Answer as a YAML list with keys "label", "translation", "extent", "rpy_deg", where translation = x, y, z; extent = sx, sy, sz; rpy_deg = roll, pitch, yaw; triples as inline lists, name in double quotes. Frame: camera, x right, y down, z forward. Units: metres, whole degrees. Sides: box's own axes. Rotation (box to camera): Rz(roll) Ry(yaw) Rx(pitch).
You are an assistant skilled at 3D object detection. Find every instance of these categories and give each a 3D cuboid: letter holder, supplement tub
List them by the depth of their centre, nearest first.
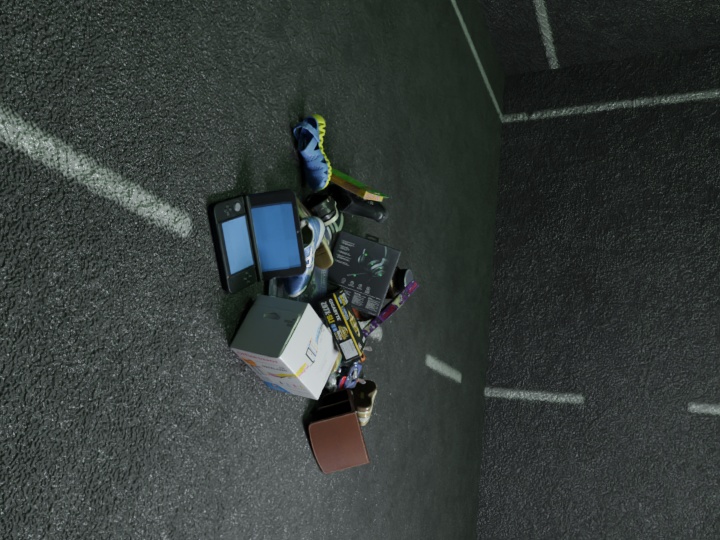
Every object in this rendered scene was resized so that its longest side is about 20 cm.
- label: "letter holder"
  translation: [-0.068, 0.444, 1.674]
  extent: [0.101, 0.142, 0.201]
  rpy_deg: [-112, -172, -59]
- label: "supplement tub"
  translation: [0.051, 0.032, 1.799]
  extent: [0.107, 0.199, 0.107]
  rpy_deg: [0, 90, -64]

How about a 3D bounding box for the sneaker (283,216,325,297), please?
- label: "sneaker"
  translation: [-0.145, -0.036, 1.437]
  extent: [0.077, 0.075, 0.201]
  rpy_deg: [17, 86, -74]

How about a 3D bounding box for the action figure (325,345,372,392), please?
- label: "action figure"
  translation: [-0.052, 0.310, 1.744]
  extent: [0.193, 0.104, 0.201]
  rpy_deg: [-9, 127, -58]

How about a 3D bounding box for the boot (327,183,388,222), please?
- label: "boot"
  translation: [-0.030, -0.206, 1.732]
  extent: [0.200, 0.165, 0.066]
  rpy_deg: [5, 117, -54]

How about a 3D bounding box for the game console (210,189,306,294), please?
- label: "game console"
  translation: [-0.219, -0.065, 1.331]
  extent: [0.171, 0.118, 0.201]
  rpy_deg: [-34, 119, -61]

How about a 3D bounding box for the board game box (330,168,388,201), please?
- label: "board game box"
  translation: [-0.025, -0.234, 1.653]
  extent: [0.095, 0.200, 0.030]
  rpy_deg: [-1, 116, -58]

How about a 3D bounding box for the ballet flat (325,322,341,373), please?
- label: "ballet flat"
  translation: [-0.083, 0.189, 1.682]
  extent: [0.063, 0.068, 0.201]
  rpy_deg: [52, 34, -39]

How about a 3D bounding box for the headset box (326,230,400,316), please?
- label: "headset box"
  translation: [0.000, 0.000, 1.644]
  extent: [0.093, 0.173, 0.201]
  rpy_deg: [-66, 174, -87]

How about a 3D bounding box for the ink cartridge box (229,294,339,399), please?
- label: "ink cartridge box"
  translation: [-0.167, 0.174, 1.386]
  extent: [0.145, 0.147, 0.200]
  rpy_deg: [-65, 145, -28]

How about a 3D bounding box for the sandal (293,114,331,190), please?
- label: "sandal"
  translation: [-0.132, -0.307, 1.580]
  extent: [0.087, 0.079, 0.201]
  rpy_deg: [-13, 93, -60]

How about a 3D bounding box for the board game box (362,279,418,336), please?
- label: "board game box"
  translation: [0.077, 0.112, 1.713]
  extent: [0.032, 0.200, 0.120]
  rpy_deg: [41, 49, -1]

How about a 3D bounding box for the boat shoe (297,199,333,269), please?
- label: "boat shoe"
  translation: [-0.130, -0.096, 1.527]
  extent: [0.201, 0.073, 0.063]
  rpy_deg: [52, 34, -12]

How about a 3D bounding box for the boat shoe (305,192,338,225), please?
- label: "boat shoe"
  translation: [-0.104, -0.173, 1.557]
  extent: [0.063, 0.074, 0.201]
  rpy_deg: [58, 1, -23]

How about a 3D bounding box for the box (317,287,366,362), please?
- label: "box"
  translation: [-0.042, 0.129, 1.505]
  extent: [0.160, 0.049, 0.200]
  rpy_deg: [64, 5, 0]

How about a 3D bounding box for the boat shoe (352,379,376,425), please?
- label: "boat shoe"
  translation: [0.008, 0.398, 1.827]
  extent: [0.200, 0.071, 0.076]
  rpy_deg: [-61, 153, -73]

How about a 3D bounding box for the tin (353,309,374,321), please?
- label: "tin"
  translation: [-0.018, 0.049, 1.727]
  extent: [0.201, 0.112, 0.042]
  rpy_deg: [63, 4, -12]

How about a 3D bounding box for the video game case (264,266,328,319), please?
- label: "video game case"
  translation: [-0.157, 0.042, 1.518]
  extent: [0.200, 0.019, 0.144]
  rpy_deg: [14, 77, -50]

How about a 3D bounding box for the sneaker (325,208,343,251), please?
- label: "sneaker"
  translation: [-0.103, -0.114, 1.628]
  extent: [0.085, 0.075, 0.201]
  rpy_deg: [51, 42, -47]
